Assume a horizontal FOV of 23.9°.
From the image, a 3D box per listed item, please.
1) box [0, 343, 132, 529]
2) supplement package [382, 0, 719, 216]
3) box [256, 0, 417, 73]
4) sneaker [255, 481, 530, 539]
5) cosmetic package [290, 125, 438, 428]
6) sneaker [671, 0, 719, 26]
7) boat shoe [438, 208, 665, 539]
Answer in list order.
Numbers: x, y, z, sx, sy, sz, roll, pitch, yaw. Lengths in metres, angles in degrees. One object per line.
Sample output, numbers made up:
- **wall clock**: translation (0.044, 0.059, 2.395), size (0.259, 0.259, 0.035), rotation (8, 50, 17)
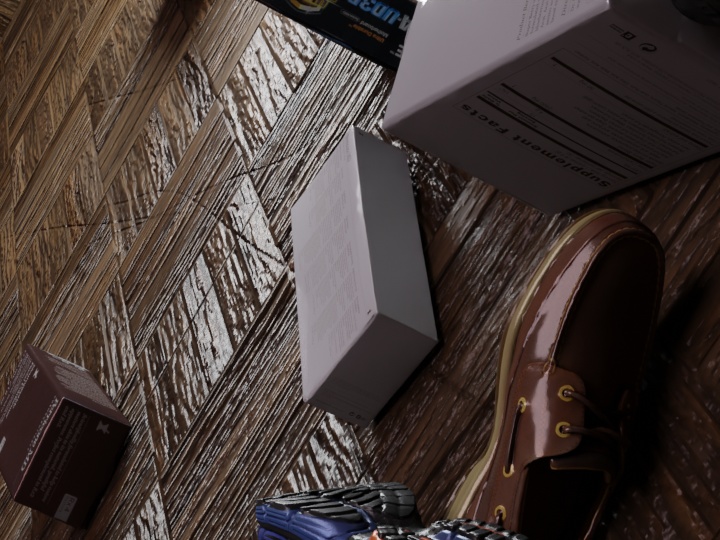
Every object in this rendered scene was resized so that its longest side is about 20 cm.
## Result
- **box**: translation (-0.272, 0.144, 1.508), size (0.101, 0.075, 0.200), rotation (-64, 24, 0)
- **supplement package**: translation (0.120, -0.124, 0.853), size (0.200, 0.119, 0.122), rotation (-21, 49, 58)
- **box**: translation (-0.016, -0.183, 1.169), size (0.046, 0.158, 0.200), rotation (-63, 23, 6)
- **sneaker**: translation (0.006, 0.144, 0.764), size (0.200, 0.075, 0.079), rotation (-169, 79, -64)
- **cosmetic package**: translation (0.000, 0.000, 1.081), size (0.083, 0.050, 0.201), rotation (-53, 25, 30)
- **sneaker**: translation (0.203, -0.183, 0.759), size (0.200, 0.078, 0.085), rotation (-48, 24, -14)
- **boat shoe**: translation (0.097, 0.073, 0.772), size (0.067, 0.072, 0.202), rotation (28, 99, 63)
